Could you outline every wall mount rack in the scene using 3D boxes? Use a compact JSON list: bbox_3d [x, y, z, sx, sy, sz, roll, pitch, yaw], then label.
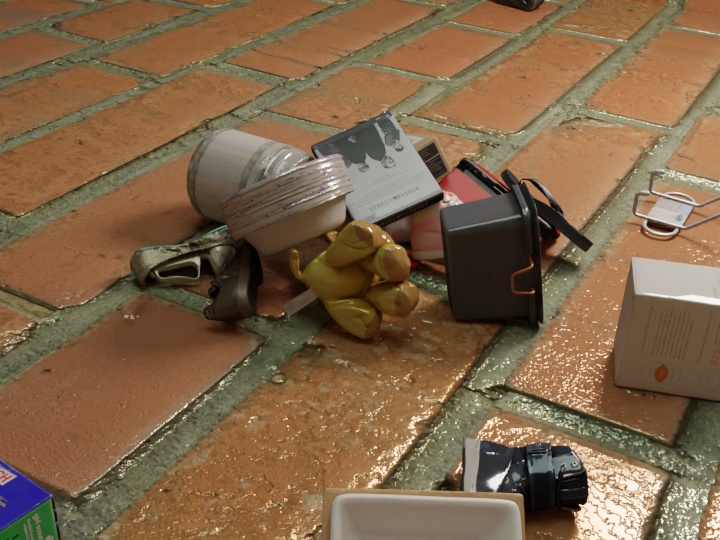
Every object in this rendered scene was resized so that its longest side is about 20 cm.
[{"bbox_3d":[0.599,-0.123,1.785,0.173,0.075,0.200,18,34,24],"label":"wall mount rack"}]

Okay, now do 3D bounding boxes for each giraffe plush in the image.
[{"bbox_3d":[-0.002,-0.001,1.457,0.199,0.173,0.162,-13,14,22],"label":"giraffe plush"}]

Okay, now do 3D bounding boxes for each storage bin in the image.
[{"bbox_3d":[0.194,-0.012,1.452,0.134,0.201,0.146,-9,30,2],"label":"storage bin"}]

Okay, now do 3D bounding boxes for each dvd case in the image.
[{"bbox_3d":[0.025,-0.159,1.580,0.150,0.025,0.200,-24,57,-7],"label":"dvd case"}]

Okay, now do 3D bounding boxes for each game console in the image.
[{"bbox_3d":[0.224,-0.088,1.683,0.200,0.119,0.172,42,12,17],"label":"game console"}]

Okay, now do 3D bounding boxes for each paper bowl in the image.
[{"bbox_3d":[-0.102,-0.092,1.464,0.200,0.105,0.201,-24,2,1],"label":"paper bowl"}]

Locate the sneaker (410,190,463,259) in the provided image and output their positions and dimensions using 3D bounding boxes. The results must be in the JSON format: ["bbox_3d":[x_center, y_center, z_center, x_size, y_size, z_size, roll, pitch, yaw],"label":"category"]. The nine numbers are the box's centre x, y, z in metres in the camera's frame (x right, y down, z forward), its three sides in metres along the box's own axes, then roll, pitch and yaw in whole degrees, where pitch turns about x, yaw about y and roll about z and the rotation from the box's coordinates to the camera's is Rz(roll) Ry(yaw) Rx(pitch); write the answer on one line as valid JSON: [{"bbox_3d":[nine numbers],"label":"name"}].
[{"bbox_3d":[0.172,-0.079,1.563,0.199,0.105,0.075,-5,10,19],"label":"sneaker"}]

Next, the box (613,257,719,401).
[{"bbox_3d":[0.459,0.082,1.336,0.199,0.153,0.106,9,31,9],"label":"box"}]

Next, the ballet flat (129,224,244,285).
[{"bbox_3d":[-0.260,-0.016,1.543,0.199,0.068,0.075,-16,56,-20],"label":"ballet flat"}]

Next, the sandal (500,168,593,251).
[{"bbox_3d":[0.321,-0.109,1.658,0.200,0.043,0.076,43,12,20],"label":"sandal"}]

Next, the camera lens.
[{"bbox_3d":[-0.183,-0.148,1.668,0.199,0.161,0.160,18,33,25],"label":"camera lens"}]

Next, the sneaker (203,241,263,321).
[{"bbox_3d":[-0.194,0.013,1.481,0.075,0.071,0.200,-12,23,4],"label":"sneaker"}]

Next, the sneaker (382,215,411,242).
[{"bbox_3d":[0.119,-0.084,1.680,0.199,0.075,0.087,-17,41,-29],"label":"sneaker"}]

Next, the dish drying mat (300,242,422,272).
[{"bbox_3d":[0.000,0.000,1.573,0.199,0.018,0.077,-17,38,-34],"label":"dish drying mat"}]

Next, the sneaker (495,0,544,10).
[{"bbox_3d":[0.501,-0.884,3.109,0.199,0.077,0.114,29,37,32],"label":"sneaker"}]

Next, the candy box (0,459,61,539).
[{"bbox_3d":[-0.440,0.272,0.996,0.169,0.077,0.200,21,35,31],"label":"candy box"}]

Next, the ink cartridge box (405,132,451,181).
[{"bbox_3d":[0.042,-0.169,1.703,0.164,0.075,0.200,-31,19,-13],"label":"ink cartridge box"}]

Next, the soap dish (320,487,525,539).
[{"bbox_3d":[0.059,0.295,0.944,0.199,0.081,0.158,2,65,-1],"label":"soap dish"}]

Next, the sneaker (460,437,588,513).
[{"bbox_3d":[0.181,0.258,1.079,0.145,0.077,0.203,4,29,7],"label":"sneaker"}]
